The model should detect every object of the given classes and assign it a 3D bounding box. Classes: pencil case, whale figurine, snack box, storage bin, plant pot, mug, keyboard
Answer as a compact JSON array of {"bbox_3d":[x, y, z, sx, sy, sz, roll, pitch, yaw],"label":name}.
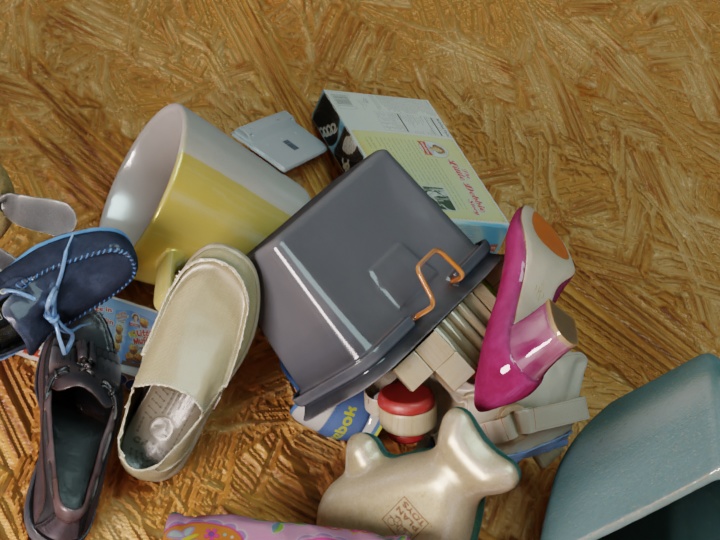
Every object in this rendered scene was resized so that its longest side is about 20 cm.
[{"bbox_3d":[-0.053,0.229,1.557,0.200,0.087,0.087,4,50,5],"label":"pencil case"},{"bbox_3d":[0.055,0.182,1.625,0.159,0.200,0.104,47,36,12],"label":"whale figurine"},{"bbox_3d":[0.044,-0.091,1.895,0.116,0.037,0.200,4,36,-28],"label":"snack box"},{"bbox_3d":[0.000,0.000,1.658,0.134,0.146,0.200,51,51,-6],"label":"storage bin"},{"bbox_3d":[0.280,0.189,1.739,0.196,0.196,0.200,43,31,-25],"label":"plant pot"},{"bbox_3d":[-0.124,-0.024,1.731,0.153,0.149,0.187,25,69,-24],"label":"mug"},{"bbox_3d":[-0.212,0.052,1.684,0.200,0.024,0.072,19,49,-17],"label":"snack box"},{"bbox_3d":[-0.068,-0.114,1.832,0.056,0.011,0.200,41,13,2],"label":"keyboard"}]

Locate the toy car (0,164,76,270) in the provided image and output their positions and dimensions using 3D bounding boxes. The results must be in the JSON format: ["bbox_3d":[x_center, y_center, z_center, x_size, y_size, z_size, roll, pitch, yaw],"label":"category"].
[{"bbox_3d":[-0.310,-0.073,1.618,0.200,0.164,0.158,37,46,3],"label":"toy car"}]

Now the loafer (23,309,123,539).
[{"bbox_3d":[-0.213,0.113,1.593,0.072,0.063,0.200,13,60,-17],"label":"loafer"}]

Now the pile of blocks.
[{"bbox_3d":[0.090,0.056,1.682,0.062,0.082,0.200,47,45,0],"label":"pile of blocks"}]

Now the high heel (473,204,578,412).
[{"bbox_3d":[0.121,0.028,1.646,0.067,0.096,0.200,36,26,-29],"label":"high heel"}]

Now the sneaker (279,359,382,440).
[{"bbox_3d":[-0.024,0.053,1.763,0.082,0.074,0.200,12,51,-21],"label":"sneaker"}]

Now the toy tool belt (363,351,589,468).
[{"bbox_3d":[0.097,0.133,1.713,0.200,0.123,0.125,-18,29,-36],"label":"toy tool belt"}]

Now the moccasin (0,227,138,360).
[{"bbox_3d":[-0.256,0.039,1.583,0.080,0.200,0.068,59,2,-36],"label":"moccasin"}]

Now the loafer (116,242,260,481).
[{"bbox_3d":[-0.132,0.076,1.599,0.076,0.200,0.068,20,10,1],"label":"loafer"}]
